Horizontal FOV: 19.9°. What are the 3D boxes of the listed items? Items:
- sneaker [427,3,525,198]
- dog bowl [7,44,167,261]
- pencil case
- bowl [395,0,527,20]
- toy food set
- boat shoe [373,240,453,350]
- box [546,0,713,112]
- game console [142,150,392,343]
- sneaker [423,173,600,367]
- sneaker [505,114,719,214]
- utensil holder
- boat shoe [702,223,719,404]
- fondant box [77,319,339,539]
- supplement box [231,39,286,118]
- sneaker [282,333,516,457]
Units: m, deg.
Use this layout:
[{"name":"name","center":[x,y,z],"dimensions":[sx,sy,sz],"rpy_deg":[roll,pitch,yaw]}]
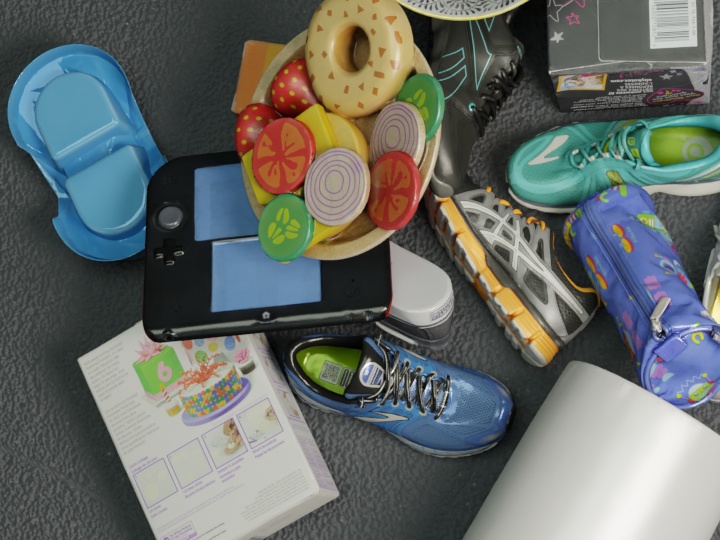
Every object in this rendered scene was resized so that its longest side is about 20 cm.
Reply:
[{"name":"sneaker","center":[0.088,-0.152,1.627],"dimensions":[0.079,0.075,0.201],"rpy_deg":[3,69,8]},{"name":"dog bowl","center":[-0.224,-0.096,1.761],"dimensions":[0.111,0.050,0.201],"rpy_deg":[-29,74,5]},{"name":"pencil case","center":[0.221,0.016,1.582],"dimensions":[0.078,0.087,0.201],"rpy_deg":[-34,42,11]},{"name":"bowl","center":[0.085,-0.298,1.609],"dimensions":[0.199,0.094,0.202],"rpy_deg":[1,97,10]},{"name":"toy food set","center":[-0.018,-0.105,1.596],"dimensions":[0.200,0.049,0.199],"rpy_deg":[-34,64,26]},{"name":"boat shoe","center":[0.000,0.000,1.682],"dimensions":[0.199,0.068,0.072],"rpy_deg":[32,58,31]},{"name":"box","center":[0.218,-0.241,1.666],"dimensions":[0.131,0.115,0.201],"rpy_deg":[-2,78,10]},{"name":"game console","center":[-0.075,-0.026,1.649],"dimensions":[0.199,0.031,0.178],"rpy_deg":[-6,50,5]},{"name":"sneaker","center":[0.117,-0.020,1.665],"dimensions":[0.077,0.078,0.201],"rpy_deg":[-33,79,-7]},{"name":"sneaker","center":[0.212,-0.097,1.653],"dimensions":[0.199,0.080,0.078],"rpy_deg":[-9,76,10]},{"name":"utensil holder","center":[0.176,0.192,1.551],"dimensions":[0.169,0.170,0.201],"rpy_deg":[29,84,16]},{"name":"boat shoe","center":[0.301,0.002,1.609],"dimensions":[0.074,0.086,0.203],"rpy_deg":[18,82,15]},{"name":"fondant box","center":[-0.125,0.128,1.678],"dimensions":[0.144,0.058,0.201],"rpy_deg":[-30,74,12]},{"name":"supplement box","center":[-0.002,-0.142,1.716],"dimensions":[0.199,0.069,0.067],"rpy_deg":[9,80,15]},{"name":"sneaker","center":[0.026,0.097,1.644],"dimensions":[0.199,0.089,0.079],"rpy_deg":[12,82,14]}]
